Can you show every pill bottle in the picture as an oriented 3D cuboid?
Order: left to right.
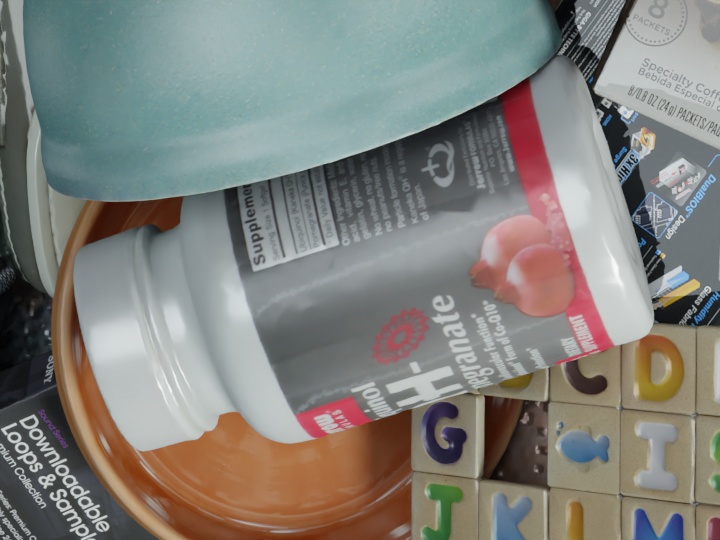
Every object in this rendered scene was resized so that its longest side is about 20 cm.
[{"bbox_3d":[0.000,0.000,1.070,0.200,0.111,0.111,-17,84,9],"label":"pill bottle"}]

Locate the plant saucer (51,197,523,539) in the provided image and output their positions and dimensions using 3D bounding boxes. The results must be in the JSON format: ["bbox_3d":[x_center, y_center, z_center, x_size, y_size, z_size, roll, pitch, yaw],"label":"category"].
[{"bbox_3d":[-0.028,0.024,1.163,0.200,0.032,0.201,1,88,-20],"label":"plant saucer"}]

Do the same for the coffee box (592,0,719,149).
[{"bbox_3d":[0.197,-0.077,1.052,0.200,0.080,0.113,26,100,3],"label":"coffee box"}]

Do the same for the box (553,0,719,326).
[{"bbox_3d":[0.153,-0.040,1.125,0.198,0.050,0.200,35,100,1],"label":"box"}]

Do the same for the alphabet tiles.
[{"bbox_3d":[0.099,0.102,1.096,0.200,0.008,0.167,4,96,39],"label":"alphabet tiles"}]

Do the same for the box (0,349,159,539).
[{"bbox_3d":[-0.167,0.124,1.212,0.200,0.036,0.143,-22,121,16],"label":"box"}]

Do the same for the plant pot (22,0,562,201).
[{"bbox_3d":[-0.039,-0.123,1.061,0.200,0.200,0.134,-12,107,17],"label":"plant pot"}]

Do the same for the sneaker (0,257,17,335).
[{"bbox_3d":[-0.193,-0.019,1.189,0.140,0.078,0.200,16,132,44],"label":"sneaker"}]

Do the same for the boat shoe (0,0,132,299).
[{"bbox_3d":[-0.125,-0.087,1.156,0.060,0.072,0.202,7,102,35],"label":"boat shoe"}]
